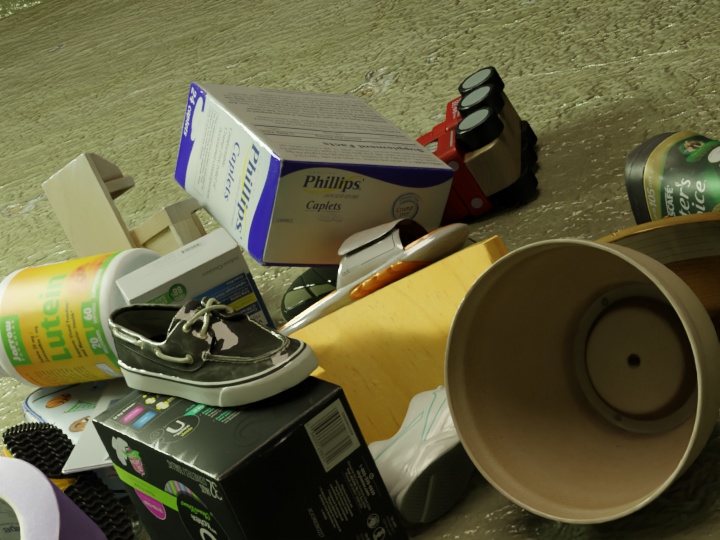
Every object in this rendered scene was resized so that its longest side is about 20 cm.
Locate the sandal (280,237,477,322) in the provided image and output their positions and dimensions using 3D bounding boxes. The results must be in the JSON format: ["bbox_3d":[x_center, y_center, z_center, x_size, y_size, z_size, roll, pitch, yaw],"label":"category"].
[{"bbox_3d":[0.022,0.022,1.690,0.200,0.057,0.080,-12,35,8],"label":"sandal"}]

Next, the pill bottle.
[{"bbox_3d":[-0.264,0.047,1.626,0.199,0.111,0.111,-9,27,32],"label":"pill bottle"}]

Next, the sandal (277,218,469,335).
[{"bbox_3d":[-0.004,0.000,1.566,0.206,0.059,0.079,-32,-14,17],"label":"sandal"}]

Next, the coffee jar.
[{"bbox_3d":[0.319,-0.062,1.543,0.085,0.105,0.200,-33,25,-28],"label":"coffee jar"}]

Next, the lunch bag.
[{"bbox_3d":[-0.215,0.130,1.649,0.160,0.076,0.200,-28,25,-18],"label":"lunch bag"}]

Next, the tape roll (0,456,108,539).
[{"bbox_3d":[-0.291,0.248,1.371,0.199,0.085,0.201,-18,46,19],"label":"tape roll"}]

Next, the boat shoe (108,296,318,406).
[{"bbox_3d":[-0.119,0.057,1.355,0.199,0.064,0.071,0,30,41],"label":"boat shoe"}]

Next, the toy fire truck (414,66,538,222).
[{"bbox_3d":[0.069,-0.120,1.886,0.200,0.129,0.176,-28,22,18],"label":"toy fire truck"}]

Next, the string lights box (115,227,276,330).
[{"bbox_3d":[-0.115,0.078,1.509,0.103,0.201,0.059,-27,23,-9],"label":"string lights box"}]

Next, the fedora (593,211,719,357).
[{"bbox_3d":[0.239,0.019,1.427,0.200,0.082,0.201,-10,-16,-3],"label":"fedora"}]

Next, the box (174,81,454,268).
[{"bbox_3d":[-0.047,-0.088,1.660,0.183,0.105,0.200,1,24,-31],"label":"box"}]

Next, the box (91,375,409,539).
[{"bbox_3d":[-0.087,0.159,1.377,0.124,0.149,0.200,-35,26,-26],"label":"box"}]

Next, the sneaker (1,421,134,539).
[{"bbox_3d":[-0.248,0.218,1.510,0.070,0.090,0.200,-9,40,-32],"label":"sneaker"}]

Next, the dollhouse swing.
[{"bbox_3d":[0.054,0.087,1.551,0.199,0.176,0.182,-26,65,-8],"label":"dollhouse swing"}]

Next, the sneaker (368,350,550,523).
[{"bbox_3d":[0.084,0.109,1.404,0.200,0.071,0.080,-36,41,-22],"label":"sneaker"}]

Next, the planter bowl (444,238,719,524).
[{"bbox_3d":[0.180,0.072,1.308,0.200,0.201,0.135,-6,2,34],"label":"planter bowl"}]

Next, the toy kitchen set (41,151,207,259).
[{"bbox_3d":[-0.197,-0.042,1.741,0.200,0.164,0.180,-30,-3,39],"label":"toy kitchen set"}]

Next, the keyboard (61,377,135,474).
[{"bbox_3d":[-0.207,0.118,1.573,0.056,0.011,0.200,-16,23,17],"label":"keyboard"}]
